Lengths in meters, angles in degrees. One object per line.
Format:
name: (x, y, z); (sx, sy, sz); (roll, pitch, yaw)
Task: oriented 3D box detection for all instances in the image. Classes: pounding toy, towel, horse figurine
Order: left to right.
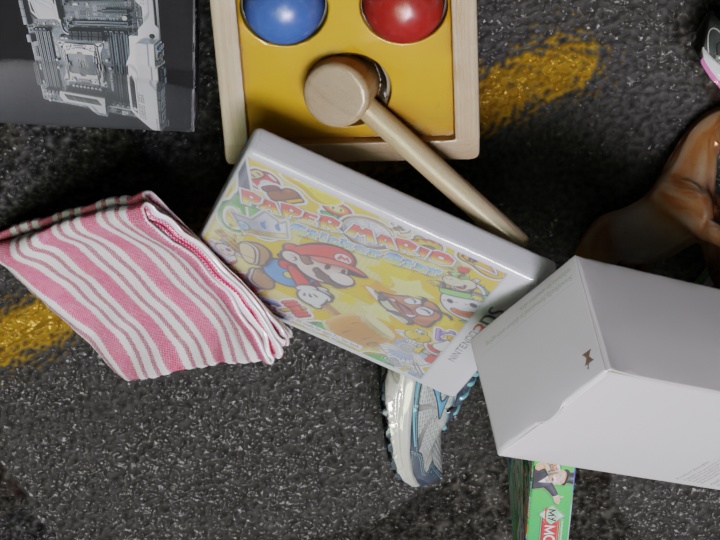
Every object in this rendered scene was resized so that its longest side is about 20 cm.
towel: (-0.150, 0.016, 1.567); (0.199, 0.030, 0.146); (-11, 130, 50)
pounding toy: (0.007, -0.128, 1.440); (0.183, 0.143, 0.201); (-1, 127, 3)
horse figurine: (0.195, -0.007, 1.557); (0.050, 0.133, 0.200); (-6, 156, -47)

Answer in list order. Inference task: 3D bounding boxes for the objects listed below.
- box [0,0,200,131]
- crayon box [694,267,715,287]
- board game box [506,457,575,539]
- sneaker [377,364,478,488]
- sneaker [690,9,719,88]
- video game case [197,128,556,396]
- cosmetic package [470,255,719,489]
box: (-0.198, -0.167, 1.475); (0.199, 0.050, 0.158); (3, 125, -1)
crayon box: (0.305, 0.048, 1.614); (0.172, 0.058, 0.200); (26, 123, -15)
board game box: (0.115, 0.107, 1.574); (0.029, 0.201, 0.135); (1, 127, -2)
sneaker: (0.054, 0.066, 1.625); (0.086, 0.078, 0.201); (-4, 126, 1)
sneaker: (0.299, -0.129, 1.484); (0.199, 0.080, 0.087); (18, 114, -21)
video game case: (0.000, 0.000, 1.488); (0.199, 0.023, 0.182); (24, 151, -6)
cosmetic package: (0.179, 0.066, 1.454); (0.199, 0.085, 0.108); (14, 141, -37)
